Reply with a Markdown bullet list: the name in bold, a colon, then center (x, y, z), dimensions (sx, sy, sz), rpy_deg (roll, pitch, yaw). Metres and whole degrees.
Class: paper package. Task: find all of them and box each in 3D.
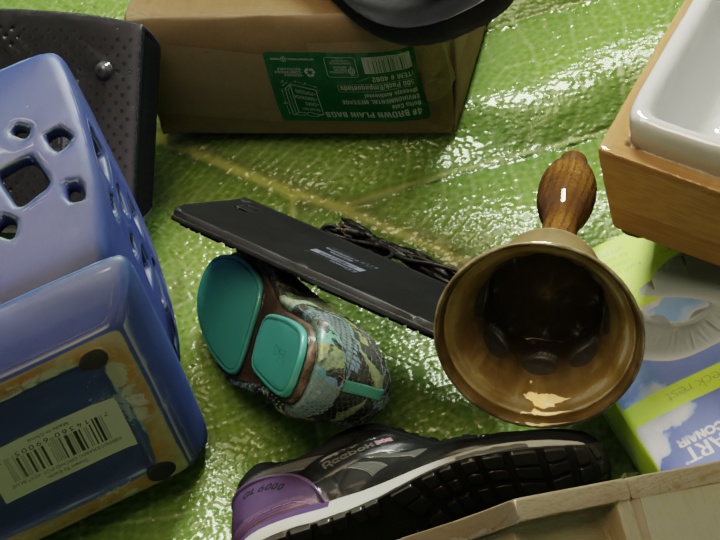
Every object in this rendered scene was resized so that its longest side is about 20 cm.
- **paper package**: center (-0.025, -0.181, 1.500), dimensions (0.199, 0.104, 0.191), rpy_deg (1, 50, 19)

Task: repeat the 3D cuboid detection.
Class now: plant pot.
- **plant pot**: center (-0.197, 0.035, 1.292), dimensions (0.199, 0.200, 0.180), rpy_deg (-25, 52, -5)

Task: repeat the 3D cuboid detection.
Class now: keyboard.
- **keyboard**: center (0.000, 0.000, 1.331), dimensions (0.200, 0.021, 0.127), rpy_deg (25, 19, 31)

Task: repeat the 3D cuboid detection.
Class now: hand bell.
- **hand bell**: center (0.101, -0.015, 1.257), dimensions (0.104, 0.104, 0.200), rpy_deg (-6, 27, 13)

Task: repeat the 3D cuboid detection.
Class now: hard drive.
- **hard drive**: center (-0.209, -0.091, 1.469), dimensions (0.199, 0.042, 0.136), rpy_deg (4, 93, 29)

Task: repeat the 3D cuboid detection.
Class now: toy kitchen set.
- **toy kitchen set**: center (0.080, 0.200, 1.134), dimensions (0.200, 0.180, 0.164), rpy_deg (-25, 76, 44)

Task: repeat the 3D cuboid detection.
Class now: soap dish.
- **soap dish**: center (0.222, -0.071, 1.272), dimensions (0.157, 0.081, 0.200), rpy_deg (20, 37, 11)

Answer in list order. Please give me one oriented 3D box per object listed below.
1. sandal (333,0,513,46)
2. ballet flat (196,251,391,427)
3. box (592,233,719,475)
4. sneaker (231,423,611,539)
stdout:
- **sandal**: center (0.003, -0.185, 1.392), dimensions (0.200, 0.043, 0.076), rpy_deg (30, 64, 37)
- **ballet flat**: center (-0.035, 0.041, 1.310), dimensions (0.074, 0.074, 0.200), rpy_deg (-28, 23, -8)
- **box**: center (0.184, 0.052, 1.243), dimensions (0.122, 0.048, 0.200), rpy_deg (-25, 44, -4)
- **sneaker**: center (0.026, 0.103, 1.233), dimensions (0.199, 0.076, 0.088), rpy_deg (-15, 39, 5)
